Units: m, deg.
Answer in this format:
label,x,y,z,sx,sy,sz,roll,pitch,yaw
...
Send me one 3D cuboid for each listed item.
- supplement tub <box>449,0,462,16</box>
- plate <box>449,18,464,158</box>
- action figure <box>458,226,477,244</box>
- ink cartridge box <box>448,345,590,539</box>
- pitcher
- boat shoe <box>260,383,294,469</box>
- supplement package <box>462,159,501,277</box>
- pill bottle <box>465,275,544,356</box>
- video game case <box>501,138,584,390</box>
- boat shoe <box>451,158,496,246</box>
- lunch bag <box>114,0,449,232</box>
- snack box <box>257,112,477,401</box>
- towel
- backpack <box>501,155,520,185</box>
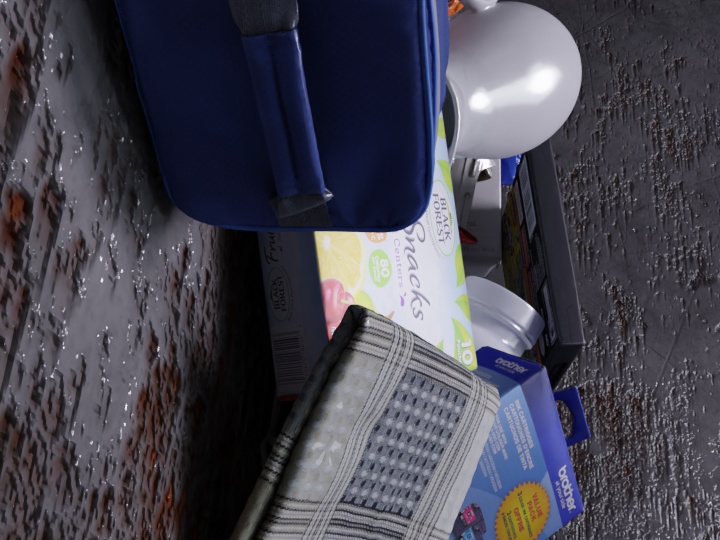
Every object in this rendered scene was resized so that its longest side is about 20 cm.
label,x,y,z,sx,sy,sz,roll,pitch,yaw
supplement tub,0.056,-0.354,0.941,0.200,0.122,0.123,76,17,-53
plate,0.054,-0.191,0.847,0.200,0.026,0.200,25,50,-33
action figure,0.053,0.062,0.882,0.200,0.065,0.099,-67,-154,20
ink cartridge box,0.082,0.150,0.710,0.076,0.200,0.137,16,-49,56
pitcher,0.087,-0.164,0.732,0.200,0.121,0.172,-29,122,-45
boat shoe,-0.036,0.117,0.612,0.067,0.074,0.200,23,63,-48
supplement package,0.086,-0.101,1.039,0.120,0.121,0.200,94,-4,-80
pill bottle,0.071,0.109,0.805,0.200,0.112,0.112,-56,160,-11
video game case,0.165,0.007,0.894,0.181,0.025,0.200,92,-6,-65
boat shoe,0.100,-0.111,0.950,0.071,0.070,0.200,161,-55,-70
lunch bag,-0.031,-0.105,0.432,0.132,0.136,0.200,-78,165,-47
snack box,0.002,-0.027,0.596,0.142,0.053,0.200,-4,85,-50
towel,0.006,0.136,0.542,0.193,0.035,0.200,36,78,-55
backpack,0.141,-0.205,1.279,0.163,0.168,0.200,-63,147,-81
